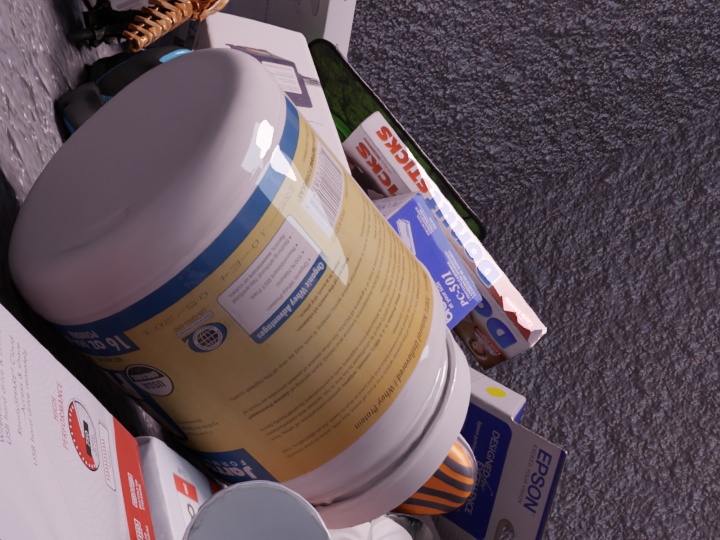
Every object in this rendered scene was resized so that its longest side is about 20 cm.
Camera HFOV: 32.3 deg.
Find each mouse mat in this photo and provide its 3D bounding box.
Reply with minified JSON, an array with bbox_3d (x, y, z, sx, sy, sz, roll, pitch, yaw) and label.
[{"bbox_3d":[-0.011,-0.072,0.972,0.201,0.160,0.008,49,47,-12],"label":"mouse mat"}]

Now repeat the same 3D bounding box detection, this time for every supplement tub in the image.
[{"bbox_3d":[-0.048,0.015,0.581,0.200,0.144,0.145,49,14,-33],"label":"supplement tub"}]

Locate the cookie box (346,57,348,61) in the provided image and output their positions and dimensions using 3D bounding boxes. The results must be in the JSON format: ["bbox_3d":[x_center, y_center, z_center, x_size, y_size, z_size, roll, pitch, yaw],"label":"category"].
[{"bbox_3d":[-0.071,-0.107,1.082,0.075,0.169,0.203,18,51,-82],"label":"cookie box"}]

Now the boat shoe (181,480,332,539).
[{"bbox_3d":[-0.015,0.177,0.412,0.091,0.070,0.203,109,-32,-62],"label":"boat shoe"}]

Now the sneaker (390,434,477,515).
[{"bbox_3d":[-0.027,0.105,0.728,0.112,0.197,0.079,-58,168,-79],"label":"sneaker"}]

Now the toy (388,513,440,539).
[{"bbox_3d":[-0.011,0.175,0.848,0.047,0.114,0.203,-142,-151,-71],"label":"toy"}]

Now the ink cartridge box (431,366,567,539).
[{"bbox_3d":[0.052,0.160,0.894,0.198,0.047,0.201,27,-62,31],"label":"ink cartridge box"}]

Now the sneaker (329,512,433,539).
[{"bbox_3d":[-0.009,0.182,0.738,0.200,0.074,0.079,29,60,-64],"label":"sneaker"}]

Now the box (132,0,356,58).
[{"bbox_3d":[-0.091,-0.235,0.988,0.041,0.198,0.159,-11,116,-53],"label":"box"}]

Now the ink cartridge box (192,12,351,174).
[{"bbox_3d":[-0.081,-0.065,0.846,0.201,0.083,0.146,-107,-146,-54],"label":"ink cartridge box"}]

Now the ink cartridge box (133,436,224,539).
[{"bbox_3d":[-0.057,0.187,0.535,0.163,0.049,0.202,61,6,-64],"label":"ink cartridge box"}]

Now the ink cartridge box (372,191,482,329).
[{"bbox_3d":[0.000,0.000,0.943,0.199,0.044,0.095,-7,-62,59],"label":"ink cartridge box"}]

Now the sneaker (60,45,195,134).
[{"bbox_3d":[-0.134,-0.109,0.808,0.200,0.081,0.074,-105,171,-72],"label":"sneaker"}]

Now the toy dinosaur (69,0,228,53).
[{"bbox_3d":[-0.129,-0.205,0.826,0.200,0.133,0.104,-61,146,-72],"label":"toy dinosaur"}]

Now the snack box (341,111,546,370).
[{"bbox_3d":[0.054,-0.019,0.915,0.201,0.024,0.072,52,-30,-1],"label":"snack box"}]

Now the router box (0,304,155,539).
[{"bbox_3d":[-0.098,0.107,0.333,0.180,0.048,0.202,64,6,-57],"label":"router box"}]

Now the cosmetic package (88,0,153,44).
[{"bbox_3d":[-0.213,-0.293,0.920,0.201,0.051,0.152,65,7,-53],"label":"cosmetic package"}]
